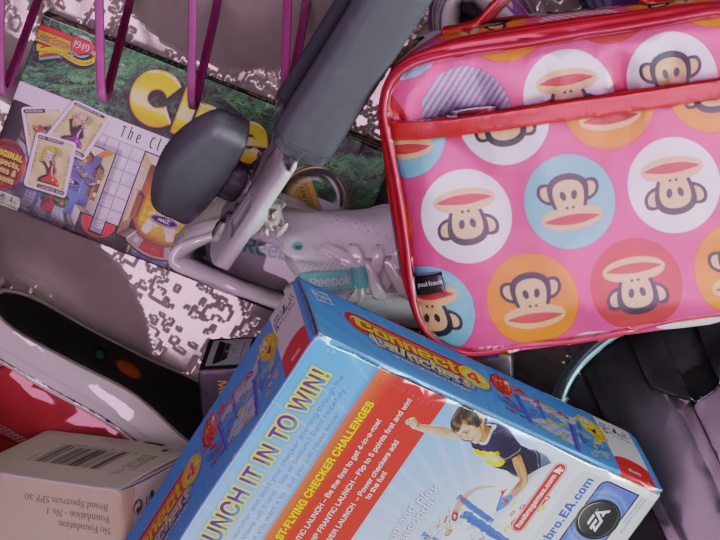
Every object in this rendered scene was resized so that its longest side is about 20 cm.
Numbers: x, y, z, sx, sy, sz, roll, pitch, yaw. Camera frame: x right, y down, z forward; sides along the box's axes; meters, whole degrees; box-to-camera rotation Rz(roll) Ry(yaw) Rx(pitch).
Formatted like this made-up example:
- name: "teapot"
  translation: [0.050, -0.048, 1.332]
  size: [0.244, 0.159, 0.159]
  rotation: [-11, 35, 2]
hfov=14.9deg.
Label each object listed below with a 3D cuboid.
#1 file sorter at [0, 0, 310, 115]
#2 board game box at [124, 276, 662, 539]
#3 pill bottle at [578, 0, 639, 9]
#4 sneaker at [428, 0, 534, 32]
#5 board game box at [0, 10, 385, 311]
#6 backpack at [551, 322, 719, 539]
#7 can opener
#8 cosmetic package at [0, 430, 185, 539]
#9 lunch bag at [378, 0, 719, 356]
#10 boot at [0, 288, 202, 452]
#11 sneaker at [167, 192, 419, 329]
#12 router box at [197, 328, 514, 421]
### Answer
- name: "file sorter"
  translation: [-0.121, -0.160, 1.368]
  size: [0.199, 0.139, 0.126]
  rotation: [5, 125, 2]
- name: "board game box"
  translation: [0.005, 0.130, 1.304]
  size: [0.195, 0.056, 0.200]
  rotation: [26, 111, -23]
- name: "pill bottle"
  translation: [0.189, -0.100, 1.382]
  size: [0.111, 0.111, 0.201]
  rotation: [-28, 96, 8]
- name: "sneaker"
  translation: [0.091, -0.057, 1.396]
  size: [0.072, 0.114, 0.201]
  rotation: [-32, 97, 7]
- name: "board game box"
  translation: [-0.092, -0.052, 1.454]
  size: [0.199, 0.023, 0.105]
  rotation: [21, 98, 0]
- name: "backpack"
  translation: [0.186, 0.106, 1.395]
  size: [0.175, 0.153, 0.201]
  rotation: [-23, 96, 7]
- name: "can opener"
  translation: [-0.032, -0.079, 1.306]
  size: [0.066, 0.053, 0.200]
  rotation: [26, 125, -21]
- name: "cosmetic package"
  translation: [-0.131, 0.189, 1.394]
  size: [0.103, 0.073, 0.201]
  rotation: [4, 105, 32]
- name: "lunch bag"
  translation: [0.110, -0.059, 1.300]
  size: [0.199, 0.082, 0.177]
  rotation: [-8, 100, 6]
- name: "boot"
  translation: [-0.142, 0.117, 1.467]
  size: [0.199, 0.072, 0.145]
  rotation: [30, 110, -5]
- name: "sneaker"
  translation: [0.000, 0.000, 1.380]
  size: [0.199, 0.088, 0.076]
  rotation: [2, 101, 17]
- name: "router box"
  translation: [0.005, 0.132, 1.395]
  size: [0.156, 0.052, 0.201]
  rotation: [-4, 107, 4]
